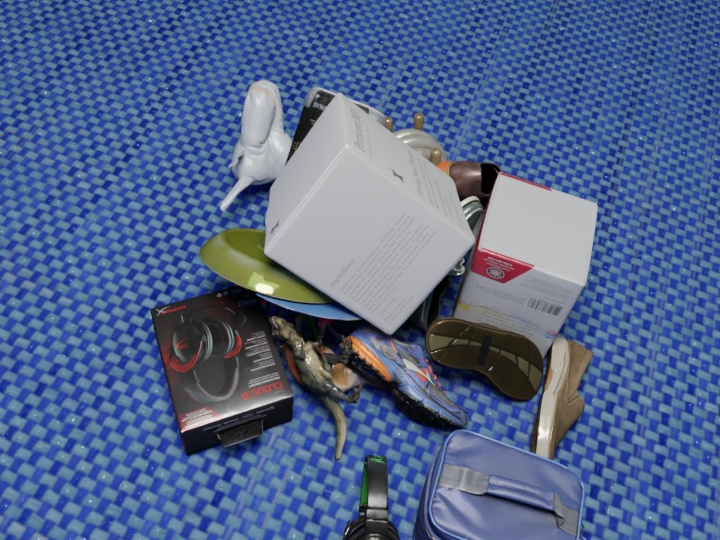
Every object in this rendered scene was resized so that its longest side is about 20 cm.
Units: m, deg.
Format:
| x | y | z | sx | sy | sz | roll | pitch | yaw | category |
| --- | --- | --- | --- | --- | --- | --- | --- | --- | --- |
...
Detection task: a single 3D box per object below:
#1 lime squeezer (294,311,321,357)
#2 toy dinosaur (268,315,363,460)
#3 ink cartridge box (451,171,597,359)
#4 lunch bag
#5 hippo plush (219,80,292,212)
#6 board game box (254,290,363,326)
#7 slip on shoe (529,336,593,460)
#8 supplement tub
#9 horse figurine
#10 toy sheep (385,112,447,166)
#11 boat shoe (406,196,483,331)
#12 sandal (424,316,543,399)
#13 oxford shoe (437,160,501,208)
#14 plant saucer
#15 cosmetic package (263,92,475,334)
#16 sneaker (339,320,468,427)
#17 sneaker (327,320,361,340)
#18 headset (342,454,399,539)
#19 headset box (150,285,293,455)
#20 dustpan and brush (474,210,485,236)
| x | y | z | sx | sy | sz | roll | pitch | yaw | category |
| --- | --- | --- | --- | --- | --- | --- | --- | --- | --- |
| -0.096 | 0.040 | 1.034 | 0.201 | 0.038 | 0.071 | 52 | 19 | 2 | lime squeezer |
| -0.040 | 0.134 | 0.915 | 0.047 | 0.087 | 0.204 | -34 | 100 | -55 | toy dinosaur |
| 0.218 | 0.003 | 1.014 | 0.142 | 0.202 | 0.147 | 18 | 53 | 5 | ink cartridge box |
| 0.166 | 0.286 | 0.855 | 0.195 | 0.134 | 0.138 | 17 | 55 | 6 | lunch bag |
| -0.111 | -0.188 | 1.130 | 0.157 | 0.162 | 0.202 | 14 | 34 | -10 | hippo plush |
| -0.075 | 0.037 | 0.953 | 0.154 | 0.040 | 0.200 | 12 | 17 | -21 | board game box |
| 0.268 | 0.179 | 0.979 | 0.059 | 0.077 | 0.202 | 14 | 48 | 12 | slip on shoe |
| -0.047 | -0.142 | 1.043 | 0.120 | 0.122 | 0.205 | 21 | 99 | 9 | supplement tub |
| -0.015 | 0.115 | 0.989 | 0.195 | 0.050 | 0.136 | -9 | 84 | -22 | horse figurine |
| 0.070 | -0.149 | 1.088 | 0.134 | 0.140 | 0.203 | -3 | 44 | -8 | toy sheep |
| 0.122 | -0.006 | 1.026 | 0.062 | 0.203 | 0.072 | 42 | 21 | 31 | boat shoe |
| 0.165 | 0.112 | 0.991 | 0.196 | 0.054 | 0.084 | 18 | 93 | -21 | sandal |
| 0.176 | -0.120 | 1.061 | 0.071 | 0.199 | 0.073 | -3 | 92 | 28 | oxford shoe |
| -0.108 | -0.014 | 0.950 | 0.195 | 0.032 | 0.200 | 17 | 15 | -4 | plant saucer |
| 0.006 | -0.069 | 0.904 | 0.198 | 0.167 | 0.169 | 32 | 25 | -22 | cosmetic package |
| 0.068 | 0.132 | 0.952 | 0.199 | 0.075 | 0.079 | 41 | 66 | -11 | sneaker |
| 0.000 | 0.000 | 1.059 | 0.073 | 0.085 | 0.204 | 14 | 57 | 3 | sneaker |
| -0.001 | 0.314 | 0.831 | 0.091 | 0.124 | 0.206 | 3 | 75 | -3 | headset |
| -0.178 | 0.132 | 0.956 | 0.145 | 0.076 | 0.203 | -14 | 58 | -17 | headset box |
| 0.107 | -0.110 | 1.160 | 0.194 | 0.058 | 0.142 | 4 | 51 | 17 | dustpan and brush |
